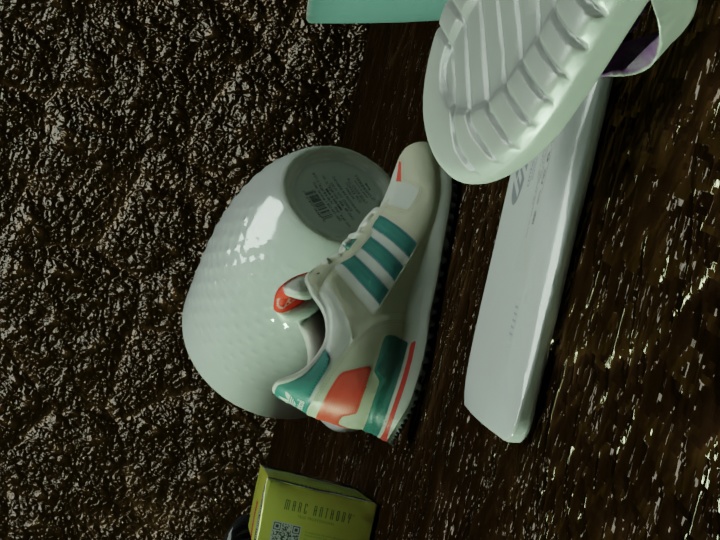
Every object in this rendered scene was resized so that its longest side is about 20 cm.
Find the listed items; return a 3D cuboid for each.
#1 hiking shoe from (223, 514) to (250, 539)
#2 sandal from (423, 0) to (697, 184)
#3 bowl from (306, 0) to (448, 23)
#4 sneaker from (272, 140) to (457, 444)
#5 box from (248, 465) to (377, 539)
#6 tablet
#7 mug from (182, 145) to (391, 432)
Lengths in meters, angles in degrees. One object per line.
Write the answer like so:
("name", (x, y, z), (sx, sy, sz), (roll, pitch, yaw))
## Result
("hiking shoe", (-0.114, 0.354, 1.590), (0.101, 0.075, 0.202), (128, 147, -61))
("sandal", (0.079, -0.093, 0.454), (0.203, 0.049, 0.083), (127, 144, -48))
("bowl", (0.052, -0.196, 0.674), (0.201, 0.104, 0.202), (-164, 90, -88))
("sneaker", (0.000, 0.001, 0.887), (0.070, 0.093, 0.201), (111, 171, -62))
("box", (-0.037, 0.167, 1.014), (0.200, 0.075, 0.051), (146, 137, -83))
("tablet", (0.072, -0.038, 0.584), (0.130, 0.014, 0.202), (-156, 80, -86))
("mug", (-0.030, 0.021, 1.065), (0.201, 0.147, 0.176), (66, 148, 28))
